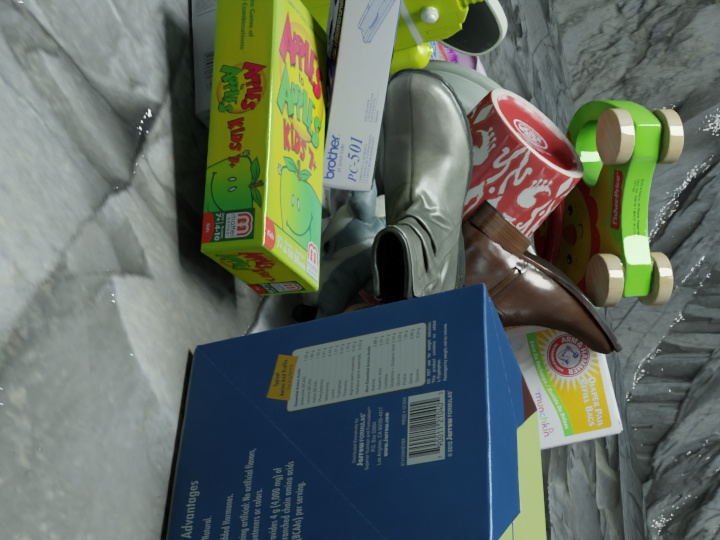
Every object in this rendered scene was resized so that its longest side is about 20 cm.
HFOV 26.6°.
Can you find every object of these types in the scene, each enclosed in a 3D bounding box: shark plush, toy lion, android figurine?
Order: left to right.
[{"bbox_3d":[0.000,0.000,1.221,0.091,0.083,0.200,-59,-179,43],"label":"shark plush"},{"bbox_3d":[0.007,-0.225,1.251,0.182,0.199,0.041,58,28,-55],"label":"android figurine"},{"bbox_3d":[0.209,-0.056,1.370,0.192,0.068,0.201,-144,-126,-66],"label":"toy lion"}]

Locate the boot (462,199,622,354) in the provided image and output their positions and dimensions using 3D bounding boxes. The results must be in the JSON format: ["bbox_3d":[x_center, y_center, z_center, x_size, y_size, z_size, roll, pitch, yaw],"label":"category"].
[{"bbox_3d":[0.096,0.068,1.287,0.186,0.200,0.064,42,5,-12],"label":"boot"}]

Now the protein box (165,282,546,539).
[{"bbox_3d":[0.002,0.141,0.939,0.199,0.199,0.135,-87,158,-44],"label":"protein box"}]

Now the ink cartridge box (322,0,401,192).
[{"bbox_3d":[-0.002,-0.169,1.147,0.094,0.044,0.201,-110,-152,-71],"label":"ink cartridge box"}]

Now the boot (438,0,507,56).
[{"bbox_3d":[0.063,-0.297,1.383,0.200,0.072,0.145,41,34,-23],"label":"boot"}]

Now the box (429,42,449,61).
[{"bbox_3d":[0.018,-0.221,1.478,0.200,0.099,0.096,63,21,-44],"label":"box"}]

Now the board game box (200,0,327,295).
[{"bbox_3d":[-0.065,-0.094,1.069,0.102,0.047,0.201,41,47,-63],"label":"board game box"}]

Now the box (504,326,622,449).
[{"bbox_3d":[0.123,0.110,1.370,0.101,0.199,0.113,43,36,-86],"label":"box"}]

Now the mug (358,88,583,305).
[{"bbox_3d":[0.104,-0.051,1.360,0.177,0.200,0.134,6,43,-52],"label":"mug"}]

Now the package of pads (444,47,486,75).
[{"bbox_3d":[0.097,-0.151,1.663,0.200,0.120,0.076,61,22,-48],"label":"package of pads"}]

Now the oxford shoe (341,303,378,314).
[{"bbox_3d":[0.062,0.088,1.206,0.200,0.074,0.071,33,82,-32],"label":"oxford shoe"}]

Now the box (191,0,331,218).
[{"bbox_3d":[-0.076,-0.141,1.197,0.200,0.036,0.145,50,32,-61],"label":"box"}]

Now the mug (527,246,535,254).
[{"bbox_3d":[0.120,0.035,1.570,0.153,0.148,0.187,69,22,-55],"label":"mug"}]

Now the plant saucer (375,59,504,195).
[{"bbox_3d":[0.075,-0.098,1.438,0.050,0.199,0.201,-46,125,-47],"label":"plant saucer"}]

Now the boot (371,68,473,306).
[{"bbox_3d":[0.041,-0.043,1.141,0.131,0.067,0.201,-48,135,-66],"label":"boot"}]
